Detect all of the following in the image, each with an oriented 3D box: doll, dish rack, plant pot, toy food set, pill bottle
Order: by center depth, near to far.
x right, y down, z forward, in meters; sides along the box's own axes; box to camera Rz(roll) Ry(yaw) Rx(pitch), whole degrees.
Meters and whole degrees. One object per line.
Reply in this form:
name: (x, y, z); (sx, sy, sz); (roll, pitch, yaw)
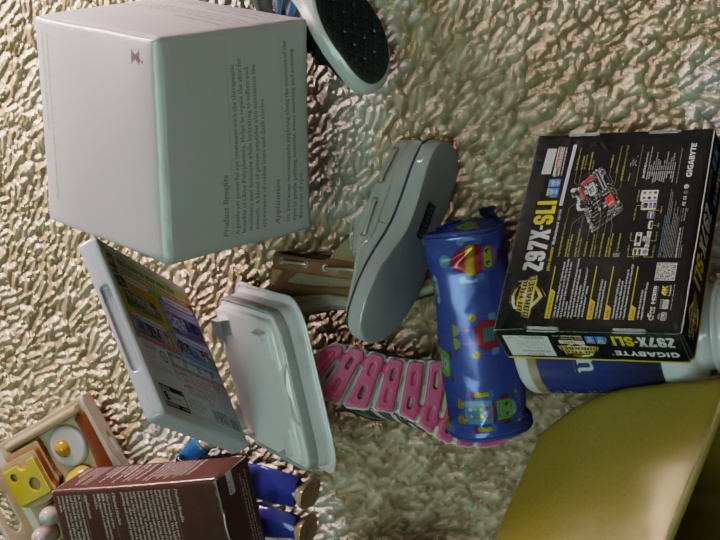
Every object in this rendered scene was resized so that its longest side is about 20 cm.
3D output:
plant pot: (0.235, 0.216, 1.310); (0.199, 0.196, 0.194); (1, 142, 44)
pill bottle: (0.238, 0.049, 1.330); (0.199, 0.111, 0.112); (-3, 103, 27)
dish rack: (-0.089, 0.104, 1.483); (0.200, 0.043, 0.173); (10, 114, 66)
doll: (-0.141, 0.234, 1.610); (0.199, 0.048, 0.138); (11, 108, 24)
toy food set: (-0.331, 0.234, 1.699); (0.199, 0.060, 0.144); (-29, 90, 30)

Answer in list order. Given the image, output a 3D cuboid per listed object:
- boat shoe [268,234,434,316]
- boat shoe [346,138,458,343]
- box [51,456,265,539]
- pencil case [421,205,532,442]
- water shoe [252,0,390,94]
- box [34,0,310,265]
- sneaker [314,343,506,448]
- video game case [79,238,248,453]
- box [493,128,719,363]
boat shoe: (0.000, 0.000, 1.460); (0.199, 0.076, 0.072); (-7, 92, 21)
boat shoe: (0.023, -0.031, 1.398); (0.065, 0.072, 0.201); (10, 73, 35)
box: (-0.204, 0.250, 1.574); (0.199, 0.075, 0.101); (-6, 102, 27)
pencil case: (0.101, 0.049, 1.377); (0.077, 0.087, 0.202); (-12, 102, -16)
water shoe: (-0.046, -0.237, 1.431); (0.201, 0.071, 0.079); (56, 142, 7)
box: (-0.170, -0.134, 1.419); (0.199, 0.171, 0.201); (18, 115, 44)
sneaker: (0.049, 0.115, 1.471); (0.198, 0.087, 0.074); (14, 88, -1)
video game case: (-0.182, 0.075, 1.464); (0.022, 0.200, 0.183); (-29, 69, 10)
box: (0.209, -0.023, 1.289); (0.159, 0.201, 0.049); (-1, 147, 28)
